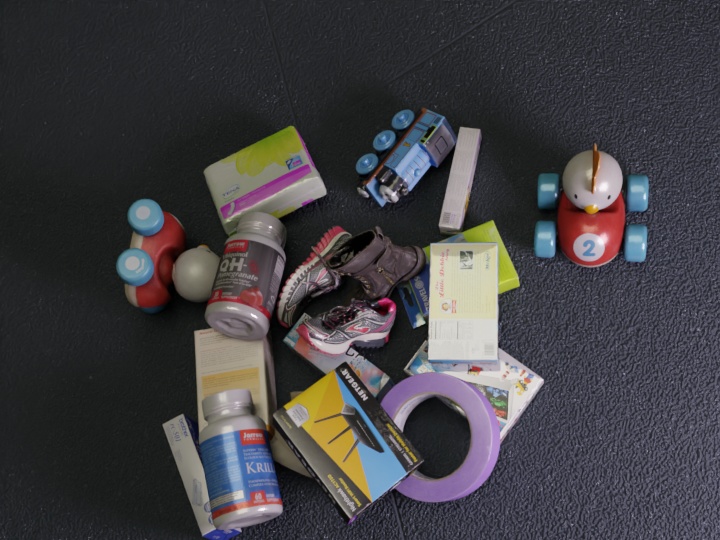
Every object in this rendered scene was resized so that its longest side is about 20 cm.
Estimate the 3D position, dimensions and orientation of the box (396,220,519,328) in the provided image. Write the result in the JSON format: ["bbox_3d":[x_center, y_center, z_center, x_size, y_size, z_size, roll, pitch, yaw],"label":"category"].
[{"bbox_3d":[0.160,0.007,1.707,0.198,0.048,0.123,-22,65,2],"label":"box"}]

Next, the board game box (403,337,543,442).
[{"bbox_3d":[0.187,0.176,1.639,0.199,0.035,0.127,35,80,22],"label":"board game box"}]

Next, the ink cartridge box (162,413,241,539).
[{"bbox_3d":[-0.263,0.344,1.638,0.044,0.094,0.201,-27,66,0],"label":"ink cartridge box"}]

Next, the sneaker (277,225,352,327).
[{"bbox_3d":[-0.074,0.017,1.729,0.074,0.081,0.201,36,82,12],"label":"sneaker"}]

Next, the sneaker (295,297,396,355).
[{"bbox_3d":[-0.025,0.084,1.638,0.081,0.199,0.075,41,122,33],"label":"sneaker"}]

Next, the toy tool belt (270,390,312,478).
[{"bbox_3d":[-0.047,0.281,1.602,0.198,0.125,0.124,20,82,18],"label":"toy tool belt"}]

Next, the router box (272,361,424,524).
[{"bbox_3d":[-0.021,0.265,1.529,0.149,0.051,0.200,-35,73,-20],"label":"router box"}]

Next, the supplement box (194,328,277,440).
[{"bbox_3d":[-0.212,0.196,1.697,0.125,0.074,0.202,-9,67,8],"label":"supplement box"}]

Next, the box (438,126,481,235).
[{"bbox_3d":[0.179,-0.159,1.772,0.041,0.039,0.202,8,71,14],"label":"box"}]

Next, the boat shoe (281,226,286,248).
[{"bbox_3d":[-0.182,0.010,1.778,0.074,0.065,0.204,15,77,0],"label":"boat shoe"}]

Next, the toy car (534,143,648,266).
[{"bbox_3d":[0.378,-0.118,1.616,0.182,0.200,0.179,3,69,14],"label":"toy car"}]

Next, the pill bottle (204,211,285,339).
[{"bbox_3d":[-0.189,0.006,1.679,0.109,0.111,0.202,4,61,14],"label":"pill bottle"}]

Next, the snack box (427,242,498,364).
[{"bbox_3d":[0.171,0.053,1.641,0.115,0.037,0.202,0,74,9],"label":"snack box"}]

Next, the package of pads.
[{"bbox_3d":[-0.180,-0.165,1.824,0.199,0.068,0.155,-26,53,1],"label":"package of pads"}]

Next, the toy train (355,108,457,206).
[{"bbox_3d":[0.078,-0.204,1.774,0.114,0.087,0.200,29,76,43],"label":"toy train"}]

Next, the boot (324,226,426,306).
[{"bbox_3d":[0.000,0.000,1.651,0.200,0.173,0.070,-42,59,25],"label":"boot"}]

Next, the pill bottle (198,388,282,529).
[{"bbox_3d":[-0.194,0.295,1.557,0.111,0.112,0.202,-16,70,5],"label":"pill bottle"}]

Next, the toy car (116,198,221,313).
[{"bbox_3d":[-0.308,-0.013,1.754,0.198,0.185,0.179,7,69,2],"label":"toy car"}]

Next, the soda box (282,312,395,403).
[{"bbox_3d":[-0.035,0.158,1.675,0.199,0.068,0.064,35,79,23],"label":"soda box"}]

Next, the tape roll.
[{"bbox_3d":[0.120,0.266,1.579,0.198,0.066,0.202,-4,78,20],"label":"tape roll"}]
